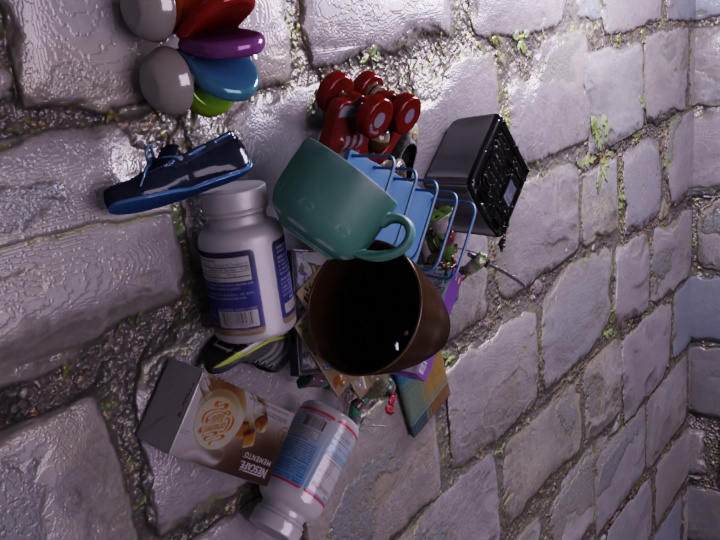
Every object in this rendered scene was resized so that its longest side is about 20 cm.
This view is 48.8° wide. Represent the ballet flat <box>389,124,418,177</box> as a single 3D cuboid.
[{"bbox_3d":[0.080,-0.168,1.412,0.066,0.056,0.204,15,84,-52],"label":"ballet flat"}]

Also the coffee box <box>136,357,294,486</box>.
[{"bbox_3d":[-0.196,0.214,1.102,0.200,0.079,0.116,38,70,-47],"label":"coffee box"}]

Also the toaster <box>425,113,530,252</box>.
[{"bbox_3d":[0.232,-0.174,1.554,0.181,0.117,0.202,48,59,-43],"label":"toaster"}]

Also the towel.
[{"bbox_3d":[0.118,0.203,1.547,0.146,0.021,0.203,-40,127,-40],"label":"towel"}]

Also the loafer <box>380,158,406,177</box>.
[{"bbox_3d":[0.003,-0.113,1.296,0.201,0.068,0.076,-51,150,-22],"label":"loafer"}]

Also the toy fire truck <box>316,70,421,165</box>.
[{"bbox_3d":[0.002,-0.221,1.285,0.199,0.112,0.170,-17,135,-50],"label":"toy fire truck"}]

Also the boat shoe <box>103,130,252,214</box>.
[{"bbox_3d":[-0.236,-0.125,1.002,0.198,0.084,0.070,-24,91,-38],"label":"boat shoe"}]

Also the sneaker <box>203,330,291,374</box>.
[{"bbox_3d":[-0.145,0.118,1.164,0.199,0.073,0.082,-21,116,-46],"label":"sneaker"}]

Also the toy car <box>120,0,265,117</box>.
[{"bbox_3d":[-0.185,-0.292,0.985,0.174,0.148,0.203,-31,119,-45],"label":"toy car"}]

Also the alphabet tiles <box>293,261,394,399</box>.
[{"bbox_3d":[-0.021,0.086,1.205,0.167,0.006,0.202,-47,117,-39],"label":"alphabet tiles"}]

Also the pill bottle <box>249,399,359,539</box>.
[{"bbox_3d":[-0.089,0.313,1.231,0.109,0.108,0.202,54,56,-41],"label":"pill bottle"}]

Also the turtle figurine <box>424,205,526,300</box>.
[{"bbox_3d":[0.186,-0.046,1.502,0.145,0.197,0.196,-87,155,-59],"label":"turtle figurine"}]

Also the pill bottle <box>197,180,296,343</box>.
[{"bbox_3d":[-0.158,-0.014,1.085,0.119,0.118,0.204,-25,114,-47],"label":"pill bottle"}]

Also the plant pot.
[{"bbox_3d":[0.052,0.069,1.169,0.199,0.184,0.190,20,80,-56],"label":"plant pot"}]

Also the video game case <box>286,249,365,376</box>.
[{"bbox_3d":[-0.032,0.062,1.218,0.198,0.025,0.184,1,84,-46],"label":"video game case"}]

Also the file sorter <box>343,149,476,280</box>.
[{"bbox_3d":[0.063,-0.079,1.213,0.198,0.122,0.141,23,83,-39],"label":"file sorter"}]

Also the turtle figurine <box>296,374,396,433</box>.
[{"bbox_3d":[-0.009,0.176,1.310,0.199,0.100,0.152,30,47,-34],"label":"turtle figurine"}]

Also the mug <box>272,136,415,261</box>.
[{"bbox_3d":[-0.034,-0.079,1.045,0.151,0.185,0.115,35,93,-43],"label":"mug"}]

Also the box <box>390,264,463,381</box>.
[{"bbox_3d":[0.086,0.085,1.395,0.039,0.135,0.202,42,64,-45],"label":"box"}]
